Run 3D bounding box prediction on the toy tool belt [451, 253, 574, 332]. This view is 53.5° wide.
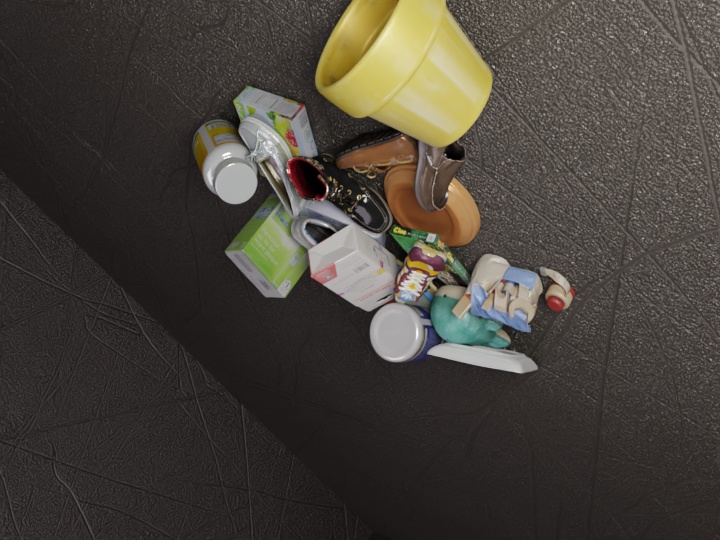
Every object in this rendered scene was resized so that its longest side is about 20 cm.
[{"bbox_3d":[0.271,0.062,1.287,0.197,0.124,0.126,17,148,35],"label":"toy tool belt"}]

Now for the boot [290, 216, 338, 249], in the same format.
[{"bbox_3d":[-0.051,-0.041,1.456,0.197,0.075,0.095,31,175,-19],"label":"boot"}]

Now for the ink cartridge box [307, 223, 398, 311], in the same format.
[{"bbox_3d":[0.000,0.000,1.419,0.115,0.069,0.199,-27,142,23],"label":"ink cartridge box"}]

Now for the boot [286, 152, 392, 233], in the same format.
[{"bbox_3d":[-0.040,-0.140,1.300,0.073,0.150,0.201,-46,78,21],"label":"boot"}]

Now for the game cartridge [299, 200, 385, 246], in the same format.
[{"bbox_3d":[-0.043,-0.100,1.456,0.196,0.042,0.133,24,173,10],"label":"game cartridge"}]

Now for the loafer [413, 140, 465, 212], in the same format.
[{"bbox_3d":[0.128,-0.171,1.130,0.070,0.073,0.203,18,140,23],"label":"loafer"}]

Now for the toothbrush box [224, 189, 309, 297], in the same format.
[{"bbox_3d":[-0.173,-0.064,1.550,0.085,0.201,0.146,-3,134,50],"label":"toothbrush box"}]

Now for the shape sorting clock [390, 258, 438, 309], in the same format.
[{"bbox_3d":[0.096,0.029,1.547,0.197,0.040,0.201,26,156,12],"label":"shape sorting clock"}]

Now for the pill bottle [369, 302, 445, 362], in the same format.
[{"bbox_3d":[0.107,0.131,1.489,0.114,0.118,0.199,22,-176,26],"label":"pill bottle"}]

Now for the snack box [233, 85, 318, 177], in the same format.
[{"bbox_3d":[-0.155,-0.251,1.395,0.140,0.053,0.202,24,151,26],"label":"snack box"}]

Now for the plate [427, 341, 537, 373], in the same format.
[{"bbox_3d":[0.256,0.175,1.474,0.196,0.033,0.199,9,179,24],"label":"plate"}]

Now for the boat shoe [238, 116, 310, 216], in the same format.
[{"bbox_3d":[-0.165,-0.198,1.352,0.074,0.065,0.204,-6,126,52],"label":"boat shoe"}]

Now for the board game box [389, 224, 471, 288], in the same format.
[{"bbox_3d":[0.142,-0.022,1.372,0.103,0.024,0.200,19,164,37],"label":"board game box"}]

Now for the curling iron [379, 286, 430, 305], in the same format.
[{"bbox_3d":[0.083,0.050,1.518,0.049,0.026,0.198,38,156,-24],"label":"curling iron"}]

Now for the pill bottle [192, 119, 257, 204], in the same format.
[{"bbox_3d":[-0.268,-0.216,1.434,0.114,0.112,0.201,58,178,-38],"label":"pill bottle"}]

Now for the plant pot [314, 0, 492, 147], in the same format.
[{"bbox_3d":[0.069,-0.272,0.952,0.187,0.205,0.199,30,159,-26],"label":"plant pot"}]

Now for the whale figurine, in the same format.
[{"bbox_3d":[0.221,0.114,1.449,0.157,0.105,0.199,7,153,50],"label":"whale figurine"}]

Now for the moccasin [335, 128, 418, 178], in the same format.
[{"bbox_3d":[0.032,-0.199,1.235,0.198,0.074,0.079,-8,122,43],"label":"moccasin"}]

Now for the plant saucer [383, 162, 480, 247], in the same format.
[{"bbox_3d":[0.122,-0.112,1.294,0.197,0.038,0.202,29,152,17],"label":"plant saucer"}]

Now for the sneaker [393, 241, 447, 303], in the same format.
[{"bbox_3d":[0.106,0.013,1.325,0.074,0.092,0.200,24,168,2],"label":"sneaker"}]
